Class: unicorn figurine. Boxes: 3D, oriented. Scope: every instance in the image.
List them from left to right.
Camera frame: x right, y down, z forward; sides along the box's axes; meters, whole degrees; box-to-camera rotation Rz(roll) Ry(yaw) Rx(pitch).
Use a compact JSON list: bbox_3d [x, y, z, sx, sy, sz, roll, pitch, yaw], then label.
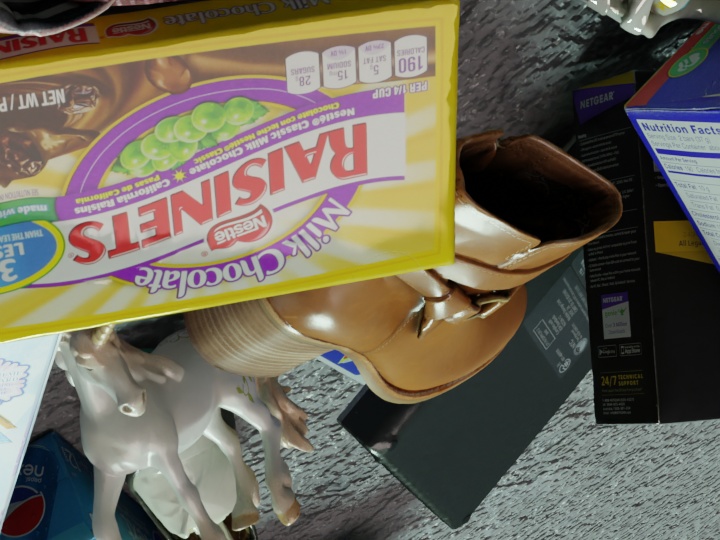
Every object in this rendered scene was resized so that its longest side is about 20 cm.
[{"bbox_3d":[-0.084,0.067,0.755,0.073,0.139,0.200,-18,-173,12],"label":"unicorn figurine"}]

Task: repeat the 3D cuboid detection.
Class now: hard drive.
[{"bbox_3d":[0.083,0.031,0.870,0.200,0.033,0.140,-50,149,-6],"label":"hard drive"}]

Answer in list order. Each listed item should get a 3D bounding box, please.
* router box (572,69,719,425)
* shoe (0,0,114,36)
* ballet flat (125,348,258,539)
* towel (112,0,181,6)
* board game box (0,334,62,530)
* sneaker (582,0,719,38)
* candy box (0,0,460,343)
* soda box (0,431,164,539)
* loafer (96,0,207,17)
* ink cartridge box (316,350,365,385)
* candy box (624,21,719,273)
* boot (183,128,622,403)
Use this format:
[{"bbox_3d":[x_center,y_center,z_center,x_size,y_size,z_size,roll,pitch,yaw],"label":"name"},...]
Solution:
[{"bbox_3d":[0.200,-0.011,0.817,0.198,0.159,0.052,-1,176,-27],"label":"router box"},{"bbox_3d":[-0.072,-0.109,0.513,0.199,0.091,0.072,0,127,-40],"label":"shoe"},{"bbox_3d":[-0.083,0.109,0.881,0.068,0.069,0.200,-31,152,-8],"label":"ballet flat"},{"bbox_3d":[-0.109,-0.048,0.661,0.143,0.023,0.201,-23,150,-13],"label":"towel"},{"bbox_3d":[-0.233,0.069,0.686,0.198,0.041,0.200,-4,144,-27],"label":"board game box"},{"bbox_3d":[0.089,-0.135,0.639,0.198,0.081,0.077,-2,143,-38],"label":"sneaker"},{"bbox_3d":[-0.066,-0.031,0.536,0.198,0.027,0.103,-10,129,-11],"label":"candy box"},{"bbox_3d":[-0.143,0.160,0.914,0.067,0.064,0.200,-29,150,0],"label":"soda box"},{"bbox_3d":[-0.060,-0.070,0.614,0.199,0.063,0.073,-5,110,-46],"label":"loafer"},{"bbox_3d":[0.000,0.000,0.820,0.094,0.037,0.200,-36,153,12],"label":"ink cartridge box"},{"bbox_3d":[0.230,-0.045,0.748,0.169,0.077,0.201,-43,114,-21],"label":"candy box"},{"bbox_3d":[0.043,-0.009,0.693,0.199,0.077,0.155,8,152,-45],"label":"boot"}]
